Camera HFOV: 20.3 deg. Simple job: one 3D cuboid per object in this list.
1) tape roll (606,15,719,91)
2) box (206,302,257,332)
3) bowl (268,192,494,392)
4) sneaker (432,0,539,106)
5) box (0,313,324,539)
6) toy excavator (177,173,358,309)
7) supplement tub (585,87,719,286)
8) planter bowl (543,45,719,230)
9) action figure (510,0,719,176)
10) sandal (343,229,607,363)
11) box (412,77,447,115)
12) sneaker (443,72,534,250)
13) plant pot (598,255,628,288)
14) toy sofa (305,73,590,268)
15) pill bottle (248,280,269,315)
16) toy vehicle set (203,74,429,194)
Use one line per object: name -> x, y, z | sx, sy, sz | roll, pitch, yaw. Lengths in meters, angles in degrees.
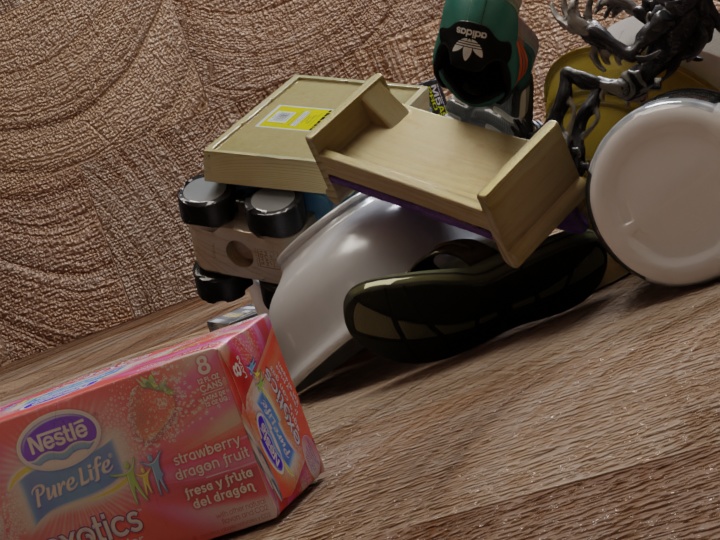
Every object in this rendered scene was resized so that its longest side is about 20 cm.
tape roll -> 0.271, -0.124, 1.578 | 0.202, 0.203, 0.037 | -15, 40, 56
box -> -0.066, 0.047, 2.039 | 0.157, 0.049, 0.200 | -22, 3, -11
bowl -> 0.000, 0.000, 1.528 | 0.201, 0.091, 0.201 | -36, -5, -4
sneaker -> 0.085, -0.152, 1.450 | 0.071, 0.081, 0.200 | 13, -10, 12
box -> -0.134, 0.105, 1.069 | 0.199, 0.095, 0.103 | -19, 4, 16
toy excavator -> -0.027, -0.060, 1.645 | 0.193, 0.100, 0.200 | 10, 40, 26
supplement tub -> 0.224, -0.062, 1.379 | 0.122, 0.123, 0.200 | -19, 4, 15
planter bowl -> 0.214, -0.077, 1.573 | 0.084, 0.200, 0.200 | -56, 20, -24
action figure -> 0.189, -0.165, 1.457 | 0.200, 0.102, 0.119 | -48, -23, 22
sandal -> 0.078, 0.010, 1.416 | 0.200, 0.080, 0.057 | -14, 45, -20
box -> 0.057, -0.073, 1.916 | 0.044, 0.201, 0.160 | -18, 5, 31
sneaker -> 0.120, -0.088, 1.631 | 0.115, 0.201, 0.075 | -11, 36, -44
plant pot -> 0.121, 0.016, 1.581 | 0.199, 0.028, 0.200 | -20, 3, 1
toy sofa -> 0.062, -0.062, 1.417 | 0.083, 0.098, 0.199 | -43, 40, -23
pill bottle -> 0.009, 0.002, 1.715 | 0.199, 0.113, 0.112 | -24, 4, -11
toy vehicle set -> -0.033, -0.113, 1.644 | 0.123, 0.027, 0.200 | 7, 25, 19
